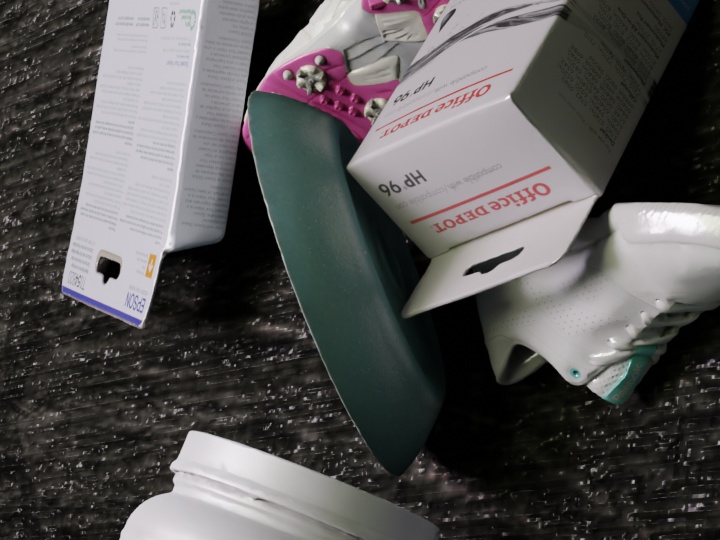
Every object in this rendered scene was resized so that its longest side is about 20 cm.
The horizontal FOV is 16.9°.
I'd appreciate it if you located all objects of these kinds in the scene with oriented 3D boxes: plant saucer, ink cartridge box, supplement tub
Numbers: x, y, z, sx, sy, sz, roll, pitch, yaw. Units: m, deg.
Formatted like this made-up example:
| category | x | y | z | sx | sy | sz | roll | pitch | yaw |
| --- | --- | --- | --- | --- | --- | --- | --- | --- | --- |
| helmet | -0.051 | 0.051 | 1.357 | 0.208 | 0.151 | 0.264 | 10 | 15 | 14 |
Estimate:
| category | x | y | z | sx | sy | sz | roll | pitch | yaw |
| --- | --- | --- | --- | --- | --- | --- | --- | --- | --- |
| plant saucer | 0.000 | 0.000 | 1.177 | 0.036 | 0.200 | 0.200 | -20 | 50 | 8 |
| ink cartridge box | -0.120 | -0.071 | 1.429 | 0.200 | 0.040 | 0.201 | -162 | 82 | -68 |
| ink cartridge box | 0.073 | -0.080 | 1.131 | 0.116 | 0.068 | 0.200 | -22 | 29 | 46 |
| supplement tub | -0.056 | 0.186 | 1.071 | 0.145 | 0.145 | 0.201 | 9 | 75 | 54 |

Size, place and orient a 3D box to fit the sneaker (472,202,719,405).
| category | x | y | z | sx | sy | sz | roll | pitch | yaw |
| --- | --- | --- | --- | --- | --- | --- | --- | --- | --- |
| sneaker | 0.125 | 0.016 | 1.095 | 0.200 | 0.075 | 0.089 | -10 | 77 | 57 |

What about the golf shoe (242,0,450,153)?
| category | x | y | z | sx | sy | sz | roll | pitch | yaw |
| --- | --- | --- | --- | --- | --- | --- | --- | --- | --- |
| golf shoe | 0.009 | -0.132 | 1.325 | 0.200 | 0.075 | 0.092 | -43 | 22 | 33 |
